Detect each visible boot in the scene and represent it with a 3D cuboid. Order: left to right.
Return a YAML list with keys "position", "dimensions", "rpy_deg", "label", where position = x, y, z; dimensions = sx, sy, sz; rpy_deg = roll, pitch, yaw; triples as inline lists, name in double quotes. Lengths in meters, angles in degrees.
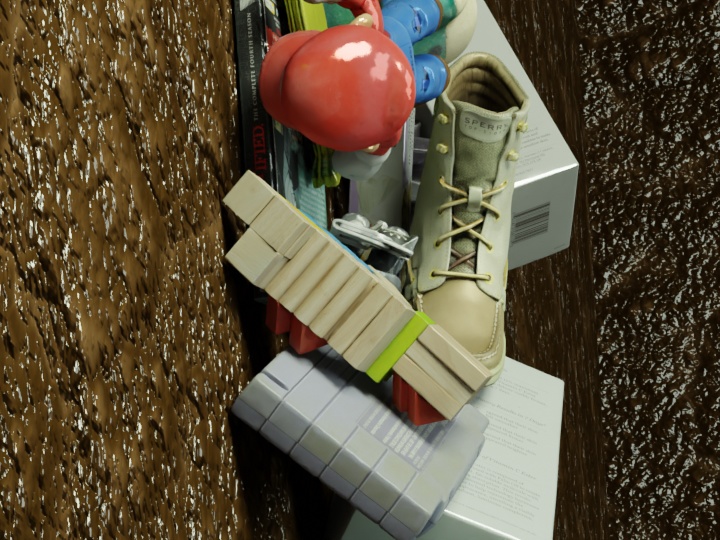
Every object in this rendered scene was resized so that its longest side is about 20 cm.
- position: [0.070, -0.034, 1.537]
  dimensions: [0.200, 0.072, 0.155]
  rpy_deg: [-90, -170, -54]
  label: "boot"

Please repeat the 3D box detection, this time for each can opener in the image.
- position: [0.000, 0.000, 1.510]
  dimensions: [0.200, 0.053, 0.067]
  rpy_deg: [114, -4, -85]
  label: "can opener"

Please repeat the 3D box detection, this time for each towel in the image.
- position: [-0.035, -0.157, 1.461]
  dimensions: [0.086, 0.018, 0.201]
  rpy_deg: [-80, 161, -67]
  label: "towel"

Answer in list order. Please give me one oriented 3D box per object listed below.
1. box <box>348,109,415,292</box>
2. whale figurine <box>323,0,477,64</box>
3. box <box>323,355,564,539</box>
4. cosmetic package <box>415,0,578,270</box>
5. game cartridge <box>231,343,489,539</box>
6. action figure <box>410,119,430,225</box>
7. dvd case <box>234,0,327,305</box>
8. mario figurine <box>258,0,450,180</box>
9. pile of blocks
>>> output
- position: [0.013, -0.040, 1.637]
  dimensions: [0.041, 0.038, 0.201]
  rpy_deg: [41, 52, -78]
  label: "box"
- position: [0.005, -0.207, 1.529]
  dimensions: [0.159, 0.103, 0.201]
  rpy_deg: [51, -19, 34]
  label: "whale figurine"
- position: [0.053, 0.136, 1.518]
  dimensions: [0.200, 0.124, 0.098]
  rpy_deg: [-76, -170, -60]
  label: "box"
- position: [0.082, -0.108, 1.749]
  dimensions: [0.108, 0.084, 0.201]
  rpy_deg: [88, -22, -54]
  label: "cosmetic package"
- position: [0.005, 0.088, 1.376]
  dimensions: [0.130, 0.038, 0.200]
  rpy_deg: [42, 17, 2]
  label: "game cartridge"
- position: [0.033, -0.007, 1.731]
  dimensions: [0.130, 0.069, 0.201]
  rpy_deg: [-87, 173, -70]
  label: "action figure"
- position: [-0.047, -0.074, 1.448]
  dimensions: [0.146, 0.022, 0.201]
  rpy_deg: [27, 57, -78]
  label: "dvd case"
- position: [-0.013, -0.122, 1.402]
  dimensions: [0.124, 0.106, 0.200]
  rpy_deg: [51, 21, 1]
  label: "mario figurine"
- position: [-0.012, 0.025, 1.360]
  dimensions: [0.200, 0.062, 0.082]
  rpy_deg: [41, 4, -17]
  label: "pile of blocks"
